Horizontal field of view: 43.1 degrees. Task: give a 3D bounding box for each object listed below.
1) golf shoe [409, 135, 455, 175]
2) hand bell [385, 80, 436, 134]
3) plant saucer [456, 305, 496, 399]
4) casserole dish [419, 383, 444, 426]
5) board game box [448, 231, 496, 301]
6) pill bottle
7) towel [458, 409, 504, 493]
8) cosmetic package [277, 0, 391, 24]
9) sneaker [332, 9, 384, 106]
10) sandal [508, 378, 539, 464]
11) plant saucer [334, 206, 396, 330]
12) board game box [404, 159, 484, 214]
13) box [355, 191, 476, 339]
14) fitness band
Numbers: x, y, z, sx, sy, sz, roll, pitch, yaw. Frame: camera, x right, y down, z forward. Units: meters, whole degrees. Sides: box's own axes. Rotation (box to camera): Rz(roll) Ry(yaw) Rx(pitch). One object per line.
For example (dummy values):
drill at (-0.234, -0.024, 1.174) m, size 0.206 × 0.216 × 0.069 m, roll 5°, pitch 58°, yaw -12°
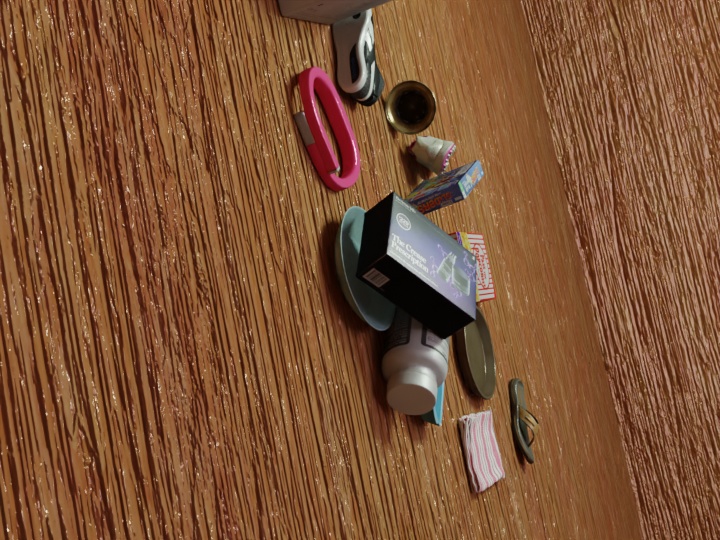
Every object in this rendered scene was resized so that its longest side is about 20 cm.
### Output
golf shoe at (0.147, -0.248, 1.898) m, size 0.200 × 0.090 × 0.077 m, roll -22°, pitch 134°, yaw -88°
hand bell at (0.111, -0.340, 1.886) m, size 0.200 × 0.102 × 0.106 m, roll -58°, pitch 130°, yaw -76°
plant saucer at (0.244, 0.173, 1.924) m, size 0.199 × 0.029 × 0.204 m, roll -12°, pitch 90°, yaw -68°
casserole dish at (0.122, 0.179, 1.612) m, size 0.122 × 0.038 × 0.202 m, roll 73°, pitch 18°, yaw -44°
board game box at (0.236, -0.004, 1.993) m, size 0.199 × 0.046 × 0.155 m, roll -4°, pitch 81°, yaw -67°
pill bottle at (0.092, 0.132, 1.503) m, size 0.111 × 0.109 × 0.202 m, roll 56°, pitch 30°, yaw -37°
towel at (0.251, 0.361, 1.838) m, size 0.199 × 0.029 × 0.149 m, roll 8°, pitch 70°, yaw -66°
cosmetic package at (-0.020, -0.500, 1.499) m, size 0.199 × 0.197 × 0.125 m, roll -26°, pitch 100°, yaw -66°
sneaker at (0.001, -0.395, 1.663) m, size 0.112 × 0.072 × 0.204 m, roll 37°, pitch 52°, yaw -60°
sandal at (0.389, 0.348, 2.131) m, size 0.082 × 0.054 × 0.203 m, roll 43°, pitch 39°, yaw -51°
plant saucer at (0.000, 0.000, 1.461) m, size 0.201 × 0.038 × 0.204 m, roll 47°, pitch 36°, yaw -50°
board game box at (0.161, -0.159, 1.798) m, size 0.035 × 0.133 × 0.200 m, roll 65°, pitch 25°, yaw -11°
box at (0.094, -0.007, 1.455) m, size 0.199 × 0.078 × 0.143 m, roll 35°, pitch 39°, yaw -26°
fitness band at (-0.052, -0.229, 1.476) m, size 0.144 × 0.037 × 0.203 m, roll -60°, pitch 132°, yaw -59°
